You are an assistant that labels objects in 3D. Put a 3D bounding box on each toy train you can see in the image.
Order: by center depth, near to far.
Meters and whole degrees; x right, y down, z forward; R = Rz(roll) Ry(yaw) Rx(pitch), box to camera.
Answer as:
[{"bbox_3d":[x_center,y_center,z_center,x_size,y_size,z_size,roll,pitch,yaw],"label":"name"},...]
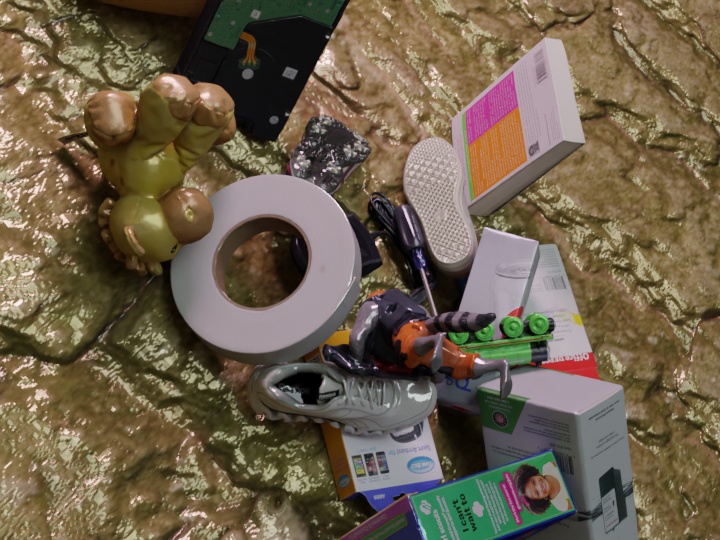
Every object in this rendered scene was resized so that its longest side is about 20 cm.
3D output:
[{"bbox_3d":[0.115,0.083,1.706,0.198,0.042,0.057,-6,90,-4],"label":"toy train"}]

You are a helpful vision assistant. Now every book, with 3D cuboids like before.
[{"bbox_3d":[0.180,-0.167,1.872,0.048,0.200,0.135,5,65,-30],"label":"book"}]

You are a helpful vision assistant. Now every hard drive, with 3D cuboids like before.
[{"bbox_3d":[-0.113,-0.248,1.725,0.139,0.201,0.038,15,31,-26],"label":"hard drive"}]

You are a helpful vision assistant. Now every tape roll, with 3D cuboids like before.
[{"bbox_3d":[-0.097,-0.002,1.634,0.200,0.037,0.205,-5,65,11],"label":"tape roll"}]

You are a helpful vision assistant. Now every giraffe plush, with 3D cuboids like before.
[{"bbox_3d":[-0.210,-0.085,1.596,0.172,0.199,0.164,10,65,-57],"label":"giraffe plush"}]

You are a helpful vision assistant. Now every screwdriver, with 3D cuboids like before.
[{"bbox_3d":[0.074,0.014,1.777,0.029,0.028,0.202,38,31,-62],"label":"screwdriver"}]

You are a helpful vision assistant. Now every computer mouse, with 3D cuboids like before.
[{"bbox_3d":[0.000,0.000,1.774,0.141,0.046,0.199,54,39,6],"label":"computer mouse"}]

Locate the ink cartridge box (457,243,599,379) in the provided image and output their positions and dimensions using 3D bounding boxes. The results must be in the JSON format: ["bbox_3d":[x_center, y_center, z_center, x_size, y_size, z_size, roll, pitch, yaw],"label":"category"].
[{"bbox_3d":[0.200,0.076,1.852,0.115,0.067,0.202,-5,70,-34],"label":"ink cartridge box"}]

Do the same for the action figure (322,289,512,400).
[{"bbox_3d":[0.074,0.068,1.601,0.199,0.193,0.106,5,102,-40],"label":"action figure"}]

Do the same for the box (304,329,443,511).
[{"bbox_3d":[0.015,0.163,1.707,0.118,0.041,0.202,-3,72,-34],"label":"box"}]

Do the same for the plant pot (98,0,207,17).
[{"bbox_3d":[-0.216,-0.359,1.735,0.198,0.186,0.188,-10,73,-22],"label":"plant pot"}]

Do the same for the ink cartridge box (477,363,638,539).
[{"bbox_3d":[0.212,0.216,1.695,0.083,0.146,0.202,-23,113,-39],"label":"ink cartridge box"}]

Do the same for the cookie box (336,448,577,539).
[{"bbox_3d":[0.093,0.264,1.623,0.199,0.171,0.076,-12,72,-37],"label":"cookie box"}]

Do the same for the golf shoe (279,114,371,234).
[{"bbox_3d":[-0.051,-0.112,1.780,0.077,0.088,0.200,36,29,2],"label":"golf shoe"}]

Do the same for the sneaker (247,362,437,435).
[{"bbox_3d":[-0.014,0.128,1.627,0.198,0.081,0.076,3,78,-12],"label":"sneaker"}]

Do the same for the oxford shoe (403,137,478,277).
[{"bbox_3d":[0.096,-0.071,1.860,0.058,0.074,0.201,61,13,-53],"label":"oxford shoe"}]

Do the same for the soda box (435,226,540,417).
[{"bbox_3d":[0.143,0.059,1.768,0.068,0.063,0.202,16,79,12],"label":"soda box"}]
